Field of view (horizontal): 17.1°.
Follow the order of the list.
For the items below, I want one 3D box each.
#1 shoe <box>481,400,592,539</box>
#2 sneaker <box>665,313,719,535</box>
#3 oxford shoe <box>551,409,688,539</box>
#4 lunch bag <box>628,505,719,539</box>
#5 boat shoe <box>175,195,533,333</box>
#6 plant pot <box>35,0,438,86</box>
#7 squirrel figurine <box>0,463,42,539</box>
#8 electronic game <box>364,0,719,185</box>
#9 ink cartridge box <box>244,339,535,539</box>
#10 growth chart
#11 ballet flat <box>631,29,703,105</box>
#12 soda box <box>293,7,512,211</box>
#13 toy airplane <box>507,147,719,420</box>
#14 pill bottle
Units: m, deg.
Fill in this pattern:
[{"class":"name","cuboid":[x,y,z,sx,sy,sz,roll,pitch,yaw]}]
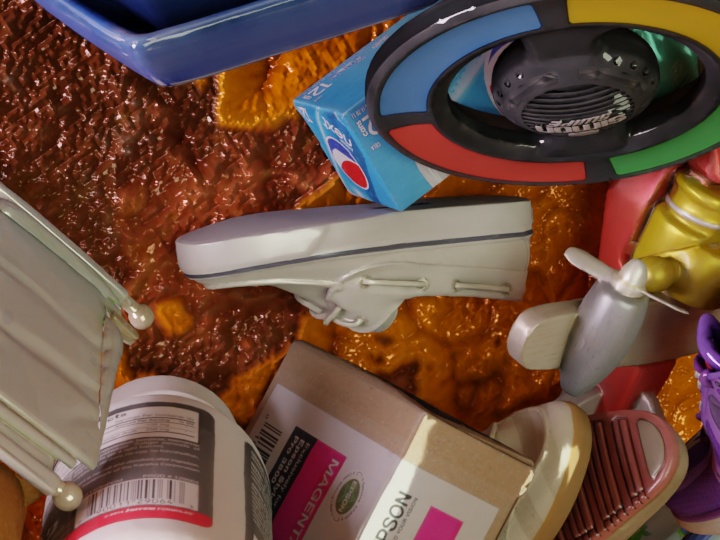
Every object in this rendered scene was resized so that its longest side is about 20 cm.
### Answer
[{"class":"shoe","cuboid":[0.044,0.137,1.242,0.053,0.070,0.200,22,123,-34]},{"class":"sneaker","cuboid":[0.196,0.057,1.204,0.083,0.200,0.081,25,47,-4]},{"class":"oxford shoe","cuboid":[0.113,0.132,1.269,0.075,0.200,0.070,15,55,-33]},{"class":"lunch bag","cuboid":[0.196,0.238,1.368,0.161,0.082,0.200,-44,115,-13]},{"class":"boat shoe","cuboid":[0.000,0.000,1.239,0.200,0.072,0.066,-7,99,-32]},{"class":"plant pot","cuboid":[-0.068,-0.200,1.100,0.200,0.200,0.180,-20,115,-20]},{"class":"squirrel figurine","cuboid":[-0.237,0.130,1.082,0.187,0.200,0.142,-46,138,16]},{"class":"electronic game","cuboid":[0.102,-0.088,1.131,0.200,0.200,0.042,8,64,-26]},{"class":"ink cartridge box","cuboid":[-0.020,0.150,1.204,0.075,0.165,0.200,29,87,-27]},{"class":"growth chart","cuboid":[-0.162,0.023,1.113,0.018,0.200,0.145,-38,109,23]},{"class":"ballet flat","cuboid":[0.130,-0.177,1.189,0.070,0.067,0.200,-9,100,-8]},{"class":"soda box","cuboid":[0.068,-0.117,1.244,0.200,0.068,0.064,-38,113,-13]},{"class":"toy airplane","cuboid":[0.171,0.021,1.276,0.200,0.141,0.199,-52,136,-22]},{"class":"pill bottle","cuboid":[-0.096,0.127,1.136,0.111,0.200,0.111,-1,112,-3]}]
